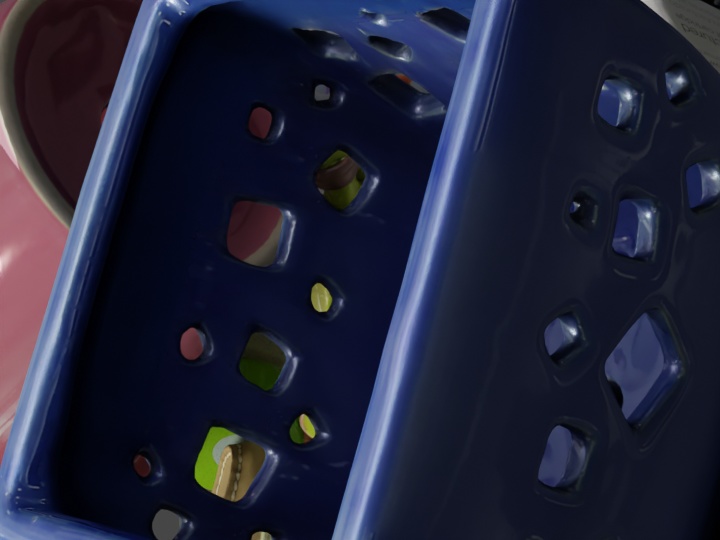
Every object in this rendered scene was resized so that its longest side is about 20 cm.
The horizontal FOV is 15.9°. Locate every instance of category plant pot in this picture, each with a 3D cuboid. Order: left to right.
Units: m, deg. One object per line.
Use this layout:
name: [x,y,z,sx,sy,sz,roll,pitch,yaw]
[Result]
plant pot: [-0.122,-0.010,0.936,0.179,0.200,0.200,-36,45,41]
plant pot: [0.029,0.022,0.775,0.200,0.180,0.200,5,77,54]

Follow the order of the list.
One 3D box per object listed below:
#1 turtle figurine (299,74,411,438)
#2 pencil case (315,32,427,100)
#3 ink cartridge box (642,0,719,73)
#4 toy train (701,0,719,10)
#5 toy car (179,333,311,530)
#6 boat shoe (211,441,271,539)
turtle figurine: [0.000,0.000,0.951,0.064,0.200,0.161,-8,46,5]
pencil case: [-0.023,-0.081,1.087,0.091,0.200,0.083,108,146,-48]
ink cartridge box: [0.136,0.021,0.903,0.125,0.128,0.200,-50,38,28]
toy train: [0.136,-0.139,0.987,0.200,0.087,0.114,-39,23,14]
toy car: [-0.045,0.079,1.135,0.164,0.158,0.200,-94,27,-48]
boat shoe: [-0.075,0.151,0.967,0.074,0.066,0.200,116,171,-65]
